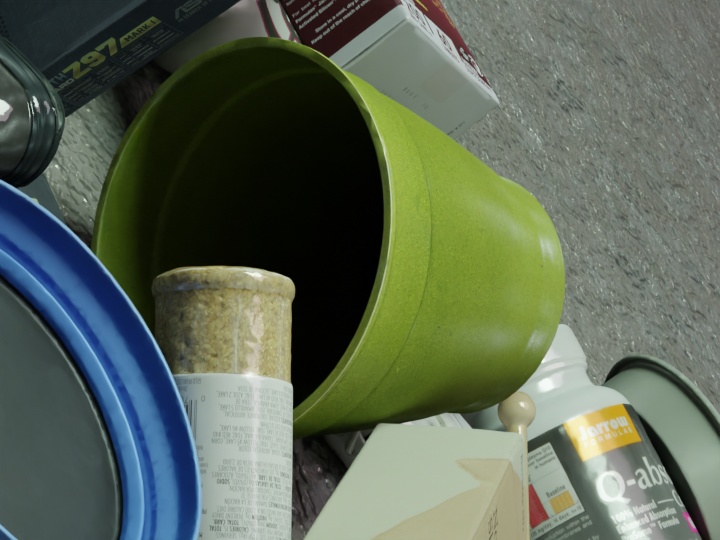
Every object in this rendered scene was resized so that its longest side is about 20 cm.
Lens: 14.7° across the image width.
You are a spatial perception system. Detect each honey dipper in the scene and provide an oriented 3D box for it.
[{"bbox_3d":[0.092,0.163,1.569,0.038,0.038,0.201,32,52,-47],"label":"honey dipper"}]

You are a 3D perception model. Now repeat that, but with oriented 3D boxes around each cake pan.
[{"bbox_3d":[0.190,0.152,1.730,0.200,0.037,0.201,51,-27,40],"label":"cake pan"}]

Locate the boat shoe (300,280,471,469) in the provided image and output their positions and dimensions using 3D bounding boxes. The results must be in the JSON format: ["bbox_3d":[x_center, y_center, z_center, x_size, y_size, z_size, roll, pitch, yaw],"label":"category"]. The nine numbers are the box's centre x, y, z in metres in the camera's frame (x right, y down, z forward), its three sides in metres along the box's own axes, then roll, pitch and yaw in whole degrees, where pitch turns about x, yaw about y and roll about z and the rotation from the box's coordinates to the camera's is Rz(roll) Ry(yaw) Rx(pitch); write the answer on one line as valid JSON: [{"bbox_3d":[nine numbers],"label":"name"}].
[{"bbox_3d":[0.010,0.084,1.552,0.200,0.072,0.066,54,15,-31],"label":"boat shoe"}]

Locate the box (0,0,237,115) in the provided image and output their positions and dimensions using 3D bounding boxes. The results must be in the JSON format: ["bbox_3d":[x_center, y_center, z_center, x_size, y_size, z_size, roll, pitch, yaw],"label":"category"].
[{"bbox_3d":[-0.156,-0.155,1.318,0.051,0.200,0.158,24,40,-58],"label":"box"}]

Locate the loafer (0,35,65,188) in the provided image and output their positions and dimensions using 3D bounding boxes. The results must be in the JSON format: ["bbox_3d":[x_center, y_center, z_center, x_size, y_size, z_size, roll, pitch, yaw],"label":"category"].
[{"bbox_3d":[-0.222,-0.111,1.251,0.200,0.073,0.072,36,16,20],"label":"loafer"}]

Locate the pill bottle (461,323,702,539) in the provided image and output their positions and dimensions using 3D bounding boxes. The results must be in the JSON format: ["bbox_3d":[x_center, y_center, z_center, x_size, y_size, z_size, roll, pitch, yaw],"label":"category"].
[{"bbox_3d":[0.128,0.141,1.654,0.116,0.116,0.201,5,56,-63],"label":"pill bottle"}]

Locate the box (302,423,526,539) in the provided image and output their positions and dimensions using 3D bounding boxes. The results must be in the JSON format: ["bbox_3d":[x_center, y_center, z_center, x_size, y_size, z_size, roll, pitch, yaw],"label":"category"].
[{"bbox_3d":[0.023,0.147,1.289,0.200,0.077,0.095,-54,144,-68],"label":"box"}]

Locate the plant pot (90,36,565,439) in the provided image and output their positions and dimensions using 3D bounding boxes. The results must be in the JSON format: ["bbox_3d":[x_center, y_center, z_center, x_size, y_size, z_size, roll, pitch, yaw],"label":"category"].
[{"bbox_3d":[0.000,0.000,1.420,0.192,0.200,0.201,13,47,-48],"label":"plant pot"}]

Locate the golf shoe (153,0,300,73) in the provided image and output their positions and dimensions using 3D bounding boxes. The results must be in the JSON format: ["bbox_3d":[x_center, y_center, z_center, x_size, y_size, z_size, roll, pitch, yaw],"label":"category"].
[{"bbox_3d":[-0.061,-0.120,1.669,0.200,0.077,0.088,5,62,-63],"label":"golf shoe"}]

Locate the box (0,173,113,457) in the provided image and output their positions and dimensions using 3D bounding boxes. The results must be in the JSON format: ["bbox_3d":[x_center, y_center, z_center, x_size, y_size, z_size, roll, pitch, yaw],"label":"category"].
[{"bbox_3d":[-0.184,0.024,1.236,0.200,0.051,0.158,8,54,-62],"label":"box"}]

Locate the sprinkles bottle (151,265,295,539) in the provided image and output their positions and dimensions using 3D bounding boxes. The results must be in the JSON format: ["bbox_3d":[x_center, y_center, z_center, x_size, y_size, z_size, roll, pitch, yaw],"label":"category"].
[{"bbox_3d":[-0.063,0.101,1.261,0.068,0.068,0.201,17,70,-58],"label":"sprinkles bottle"}]

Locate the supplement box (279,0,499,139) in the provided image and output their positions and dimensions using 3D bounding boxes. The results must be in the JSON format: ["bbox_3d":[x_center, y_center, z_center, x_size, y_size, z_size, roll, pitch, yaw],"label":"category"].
[{"bbox_3d":[-0.009,-0.164,1.509,0.109,0.061,0.200,37,20,-53],"label":"supplement box"}]

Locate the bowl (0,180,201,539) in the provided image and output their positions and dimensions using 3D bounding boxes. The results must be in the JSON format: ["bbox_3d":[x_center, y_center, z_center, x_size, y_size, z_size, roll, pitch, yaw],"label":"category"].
[{"bbox_3d":[-0.145,0.053,1.162,0.201,0.039,0.201,44,27,-30],"label":"bowl"}]
